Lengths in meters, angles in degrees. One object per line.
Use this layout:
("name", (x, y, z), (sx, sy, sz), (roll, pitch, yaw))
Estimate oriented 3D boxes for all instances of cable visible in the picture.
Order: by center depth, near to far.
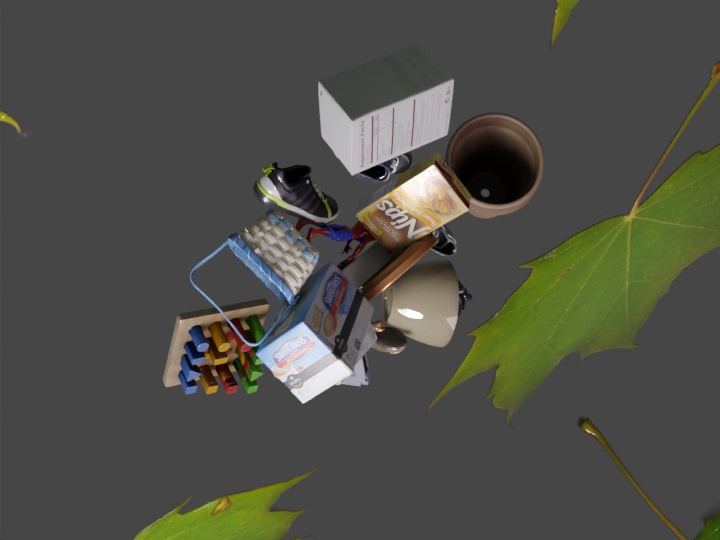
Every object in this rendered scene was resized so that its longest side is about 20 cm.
("cable", (0.204, 0.113, 1.852), (0.199, 0.051, 0.163), (-42, 147, 8))

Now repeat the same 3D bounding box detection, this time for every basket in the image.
("basket", (-0.177, 0.008, 1.243), (0.200, 0.177, 0.139), (-42, 177, -16))

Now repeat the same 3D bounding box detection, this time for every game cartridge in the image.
("game cartridge", (-0.053, 0.179, 1.612), (0.042, 0.130, 0.203), (-60, 149, -46))

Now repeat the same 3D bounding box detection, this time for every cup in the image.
("cup", (0.128, 0.071, 1.631), (0.140, 0.203, 0.203), (5, 134, -14))

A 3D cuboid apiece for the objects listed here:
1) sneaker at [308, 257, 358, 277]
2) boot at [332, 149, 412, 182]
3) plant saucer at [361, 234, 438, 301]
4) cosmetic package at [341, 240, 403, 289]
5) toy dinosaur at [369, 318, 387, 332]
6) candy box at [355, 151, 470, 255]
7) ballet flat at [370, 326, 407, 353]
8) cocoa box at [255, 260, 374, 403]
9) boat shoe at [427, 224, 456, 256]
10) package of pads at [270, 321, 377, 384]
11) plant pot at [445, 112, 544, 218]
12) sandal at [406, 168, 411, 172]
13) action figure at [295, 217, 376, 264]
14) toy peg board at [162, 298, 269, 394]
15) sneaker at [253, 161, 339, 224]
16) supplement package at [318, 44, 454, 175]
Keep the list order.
("sneaker", (-0.053, 0.033, 1.512), (0.196, 0.075, 0.081), (-17, 159, -26))
("boot", (0.040, -0.193, 1.290), (0.197, 0.091, 0.073), (2, 131, -44))
("plant saucer", (0.073, -0.008, 1.423), (0.199, 0.032, 0.200), (-41, -179, 1))
("cosmetic package", (0.000, 0.000, 1.446), (0.199, 0.051, 0.082), (-40, -178, -28))
("toy dinosaur", (-0.040, 0.114, 1.601), (0.195, 0.109, 0.060), (-4, -174, 17))
("candy box", (0.100, -0.126, 1.351), (0.198, 0.056, 0.116), (-30, 115, 32))
("ballet flat", (0.034, 0.159, 1.627), (0.067, 0.198, 0.047), (-31, 118, -37))
("cocoa box", (-0.078, 0.108, 1.282), (0.132, 0.201, 0.132), (-34, 108, 30))
("boat shoe", (0.161, -0.086, 1.560), (0.073, 0.062, 0.199), (-43, 147, 9))
("package of pads", (-0.079, 0.159, 1.461), (0.155, 0.197, 0.069), (-46, 123, -39))
("plant pot", (0.264, -0.192, 1.444), (0.198, 0.202, 0.175), (-32, 166, -7))
("sandal", (0.083, -0.118, 1.444), (0.047, 0.076, 0.203), (-5, 138, -14))
("action figure", (-0.044, -0.054, 1.407), (0.197, 0.065, 0.100), (-2, 127, -40))
("toy peg board", (-0.280, 0.177, 1.433), (0.196, 0.098, 0.202), (-9, 137, -36))
("sneaker", (-0.098, -0.140, 1.243), (0.198, 0.072, 0.083), (9, 125, -48))
("supplement package", (0.041, -0.270, 1.175), (0.197, 0.118, 0.119), (-24, 145, -18))
